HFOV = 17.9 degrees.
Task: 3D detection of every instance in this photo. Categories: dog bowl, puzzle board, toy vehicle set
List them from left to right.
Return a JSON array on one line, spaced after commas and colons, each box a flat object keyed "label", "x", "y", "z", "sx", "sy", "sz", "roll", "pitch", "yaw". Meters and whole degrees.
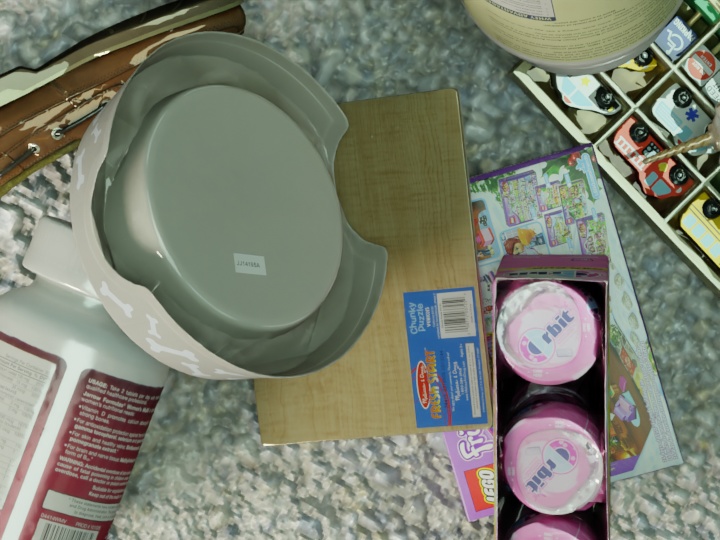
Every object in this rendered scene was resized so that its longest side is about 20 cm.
[{"label": "dog bowl", "x": -0.077, "y": -0.030, "z": 1.286, "sx": 0.200, "sy": 0.059, "sz": 0.201, "roll": 17, "pitch": 62, "yaw": -37}, {"label": "puzzle board", "x": 0.000, "y": 0.000, "z": 1.364, "sx": 0.150, "sy": 0.017, "sz": 0.201, "roll": -6, "pitch": 92, "yaw": 21}, {"label": "toy vehicle set", "x": 0.203, "y": -0.093, "z": 1.407, "sx": 0.124, "sy": 0.027, "sz": 0.200, "roll": -45, "pitch": 97, "yaw": -3}]

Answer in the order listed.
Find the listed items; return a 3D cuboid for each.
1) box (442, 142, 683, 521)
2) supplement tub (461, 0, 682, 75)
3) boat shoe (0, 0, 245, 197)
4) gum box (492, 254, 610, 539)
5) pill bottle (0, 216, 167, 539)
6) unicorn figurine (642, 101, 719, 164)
[{"label": "box", "x": 0.103, "y": 0.037, "z": 1.384, "sx": 0.136, "sy": 0.039, "sz": 0.201, "roll": -16, "pitch": 95, "yaw": 7}, {"label": "supplement tub", "x": 0.116, "y": -0.199, "z": 1.290, "sx": 0.144, "sy": 0.200, "sz": 0.146, "roll": -2, "pitch": 76, "yaw": 9}, {"label": "boat shoe", "x": -0.152, "y": -0.104, "z": 1.352, "sx": 0.199, "sy": 0.072, "sz": 0.068, "roll": -23, "pitch": 100, "yaw": 4}, {"label": "gum box", "x": 0.110, "y": 0.096, "z": 1.312, "sx": 0.066, "sy": 0.114, "sz": 0.201, "roll": 0, "pitch": 97, "yaw": 6}, {"label": "pill bottle", "x": -0.176, "y": 0.078, "z": 1.325, "sx": 0.109, "sy": 0.110, "sz": 0.201, "roll": 21, "pitch": 90, "yaw": -7}, {"label": "unicorn figurine", "x": 0.260, "y": -0.148, "z": 1.347, "sx": 0.074, "sy": 0.137, "sz": 0.200, "roll": 31, "pitch": 67, "yaw": 1}]
